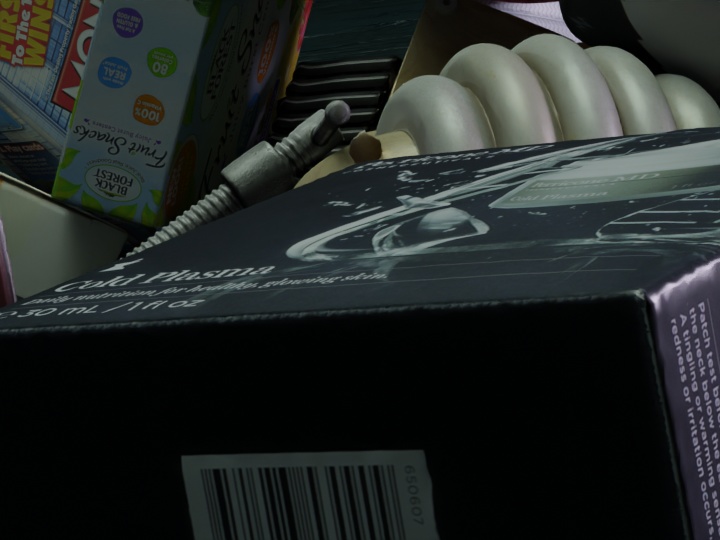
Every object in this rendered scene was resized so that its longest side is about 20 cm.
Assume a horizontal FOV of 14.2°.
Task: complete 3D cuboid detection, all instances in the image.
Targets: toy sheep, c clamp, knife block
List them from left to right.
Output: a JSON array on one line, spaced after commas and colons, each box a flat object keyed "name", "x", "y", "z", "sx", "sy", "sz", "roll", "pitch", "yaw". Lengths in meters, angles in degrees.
[{"name": "c clamp", "x": -0.086, "y": 0.005, "z": 1.045, "sx": 0.200, "sy": 0.027, "sz": 0.171, "roll": -37, "pitch": -4, "yaw": -1}, {"name": "knife block", "x": 0.052, "y": -0.038, "z": 1.257, "sx": 0.199, "sy": 0.064, "sz": 0.176, "roll": 20, "pitch": -28, "yaw": 2}, {"name": "toy sheep", "x": 0.070, "y": -0.020, "z": 1.008, "sx": 0.199, "sy": 0.139, "sz": 0.138, "roll": -6, "pitch": 9, "yaw": -16}]

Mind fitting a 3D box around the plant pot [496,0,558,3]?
[{"name": "plant pot", "x": 0.065, "y": -0.197, "z": 1.184, "sx": 0.199, "sy": 0.201, "sz": 0.179, "roll": -9, "pitch": 18, "yaw": 10}]

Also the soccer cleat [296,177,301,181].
[{"name": "soccer cleat", "x": 0.000, "y": 0.000, "z": 1.151, "sx": 0.199, "sy": 0.068, "sz": 0.081, "roll": -9, "pitch": 23, "yaw": 10}]

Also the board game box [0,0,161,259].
[{"name": "board game box", "x": -0.136, "y": -0.126, "z": 1.358, "sx": 0.199, "sy": 0.201, "sz": 0.062, "roll": 27, "pitch": -19, "yaw": -39}]

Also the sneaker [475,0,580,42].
[{"name": "sneaker", "x": 0.096, "y": -0.074, "z": 1.337, "sx": 0.199, "sy": 0.073, "sz": 0.071, "roll": 18, "pitch": -28, "yaw": -40}]

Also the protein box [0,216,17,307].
[{"name": "protein box", "x": -0.213, "y": 0.052, "z": 0.888, "sx": 0.198, "sy": 0.136, "sz": 0.200, "roll": -14, "pitch": 10, "yaw": -18}]

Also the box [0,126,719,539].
[{"name": "box", "x": 0.038, "y": 0.043, "z": 0.723, "sx": 0.199, "sy": 0.125, "sz": 0.196, "roll": -4, "pitch": 11, "yaw": 33}]

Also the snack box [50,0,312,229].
[{"name": "snack box", "x": -0.068, "y": -0.099, "z": 1.248, "sx": 0.053, "sy": 0.143, "sz": 0.200, "roll": 16, "pitch": 8, "yaw": 9}]

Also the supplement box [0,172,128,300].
[{"name": "supplement box", "x": -0.193, "y": -0.019, "z": 1.265, "sx": 0.126, "sy": 0.074, "sz": 0.200, "roll": 24, "pitch": -2, "yaw": -19}]

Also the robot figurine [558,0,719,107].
[{"name": "robot figurine", "x": 0.148, "y": -0.116, "z": 1.029, "sx": 0.199, "sy": 0.125, "sz": 0.150, "roll": 27, "pitch": -20, "yaw": 16}]
